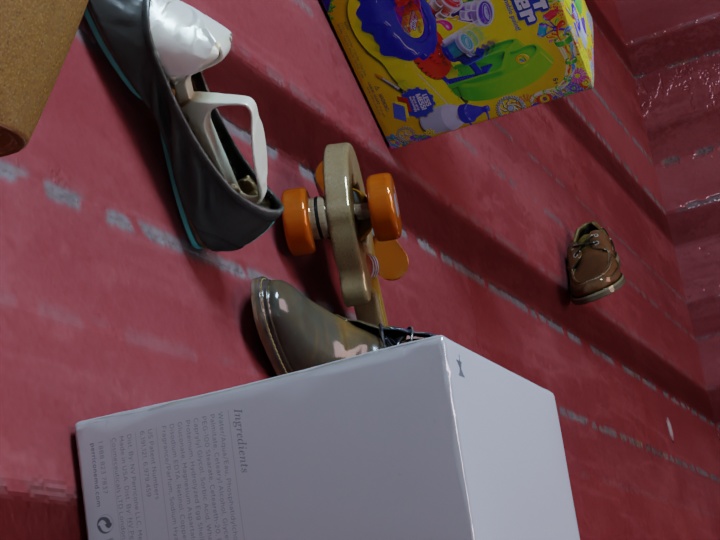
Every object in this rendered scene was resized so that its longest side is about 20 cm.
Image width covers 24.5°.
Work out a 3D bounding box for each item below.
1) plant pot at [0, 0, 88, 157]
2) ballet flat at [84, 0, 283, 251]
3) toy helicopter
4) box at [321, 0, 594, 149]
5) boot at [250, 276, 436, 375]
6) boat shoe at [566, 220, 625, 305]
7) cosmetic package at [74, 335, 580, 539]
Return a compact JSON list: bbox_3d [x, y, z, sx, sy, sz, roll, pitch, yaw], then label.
[{"bbox_3d":[-0.173,-0.152,0.662,0.186,0.185,0.202,25,65,-67],"label":"plant pot"},{"bbox_3d":[-0.099,-0.107,0.978,0.068,0.068,0.201,-71,142,-59],"label":"ballet flat"},{"bbox_3d":[0.000,0.000,1.216,0.133,0.078,0.202,-89,168,-63],"label":"toy helicopter"},{"bbox_3d":[0.080,-0.241,1.421,0.123,0.191,0.201,-81,149,-52],"label":"box"},{"bbox_3d":[0.003,0.048,1.108,0.200,0.096,0.075,48,31,-54],"label":"boot"},{"bbox_3d":[0.282,-0.011,2.047,0.200,0.071,0.069,-66,134,-77],"label":"boat shoe"},{"bbox_3d":[-0.007,0.127,0.851,0.199,0.198,0.124,28,49,-65],"label":"cosmetic package"}]
